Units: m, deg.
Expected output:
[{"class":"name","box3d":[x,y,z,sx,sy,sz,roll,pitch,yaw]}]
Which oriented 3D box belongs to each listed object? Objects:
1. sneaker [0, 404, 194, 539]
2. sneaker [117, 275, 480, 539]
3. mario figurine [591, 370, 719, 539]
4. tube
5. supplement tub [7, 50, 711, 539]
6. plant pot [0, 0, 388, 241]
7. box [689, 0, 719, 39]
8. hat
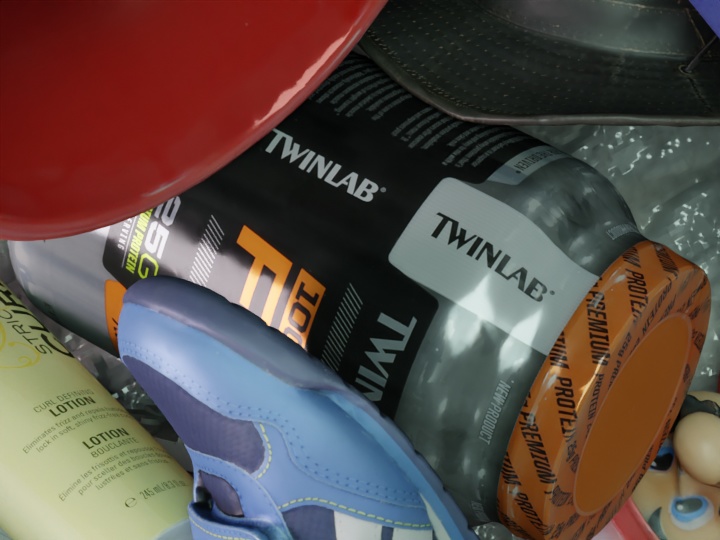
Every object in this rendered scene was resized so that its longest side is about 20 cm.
[{"class":"sneaker","box3d":[-0.072,0.087,0.852,0.199,0.076,0.081,4,93,4]},{"class":"sneaker","box3d":[-0.011,0.089,0.714,0.082,0.074,0.200,-41,107,-13]},{"class":"mario figurine","box3d":[0.148,0.049,0.840,0.200,0.123,0.106,-28,116,-11]},{"class":"tube","box3d":[-0.117,0.036,0.796,0.052,0.058,0.200,-49,57,0]},{"class":"supplement tub","box3d":[0.000,0.000,0.801,0.200,0.123,0.123,27,84,24]},{"class":"plant pot","box3d":[-0.098,-0.138,0.710,0.200,0.200,0.177,-45,64,-6]},{"class":"box","box3d":[0.175,-0.069,0.768,0.200,0.032,0.121,50,57,-5]},{"class":"hat","box3d":[0.089,-0.112,0.814,0.200,0.201,0.081,4,119,-3]}]
